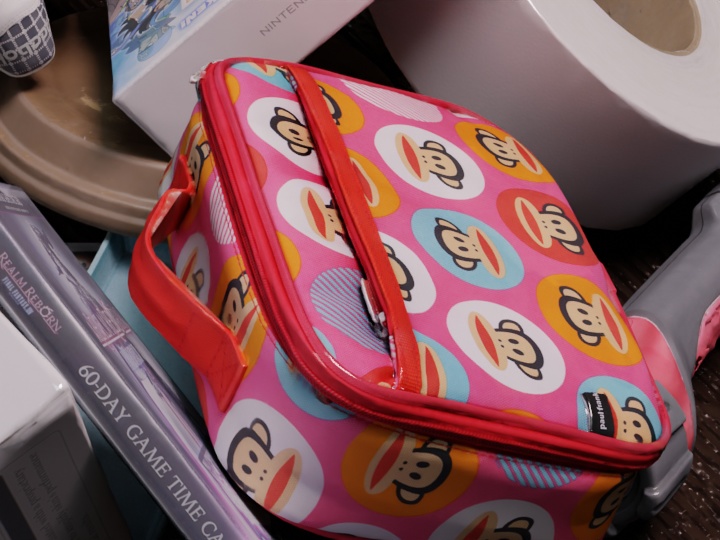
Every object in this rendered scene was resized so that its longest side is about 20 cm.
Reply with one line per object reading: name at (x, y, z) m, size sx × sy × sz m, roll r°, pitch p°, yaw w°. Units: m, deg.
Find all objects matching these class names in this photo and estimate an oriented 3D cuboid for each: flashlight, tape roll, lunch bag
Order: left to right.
lunch bag at (0.001, 0.009, 0.693) m, size 0.175 × 0.082 × 0.200 m, roll 13°, pitch 34°, yaw -27°
tape roll at (0.094, -0.119, 0.880) m, size 0.202 × 0.071 × 0.203 m, roll 30°, pitch 39°, yaw -28°
flashlight at (0.138, 0.029, 0.811) m, size 0.068 × 0.068 × 0.200 m, roll 28°, pitch 40°, yaw 22°

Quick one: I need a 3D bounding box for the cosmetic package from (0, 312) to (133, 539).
cosmetic package at (-0.212, 0.061, 0.599) m, size 0.200 × 0.123 × 0.199 m, roll -38°, pitch 63°, yaw -17°

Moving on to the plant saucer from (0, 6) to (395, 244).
plant saucer at (-0.068, -0.070, 0.853) m, size 0.199 × 0.030 × 0.200 m, roll 6°, pitch 30°, yaw -4°

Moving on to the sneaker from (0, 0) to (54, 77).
sneaker at (-0.197, -0.127, 0.862) m, size 0.076 × 0.081 × 0.200 m, roll -42°, pitch 29°, yaw -14°

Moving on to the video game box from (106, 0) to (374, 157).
video game box at (-0.021, -0.159, 0.818) m, size 0.047 × 0.200 × 0.182 m, roll 45°, pitch 16°, yaw -27°

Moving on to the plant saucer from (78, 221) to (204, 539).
plant saucer at (-0.091, 0.058, 0.720) m, size 0.070 × 0.019 × 0.200 m, roll 17°, pitch 42°, yaw 4°

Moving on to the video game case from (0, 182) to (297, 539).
video game case at (-0.062, 0.054, 0.630) m, size 0.019 × 0.143 × 0.200 m, roll -37°, pitch 92°, yaw -2°

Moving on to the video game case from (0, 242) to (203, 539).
video game case at (-0.148, 0.058, 0.736) m, size 0.199 × 0.023 × 0.182 m, roll 0°, pitch 45°, yaw -13°
